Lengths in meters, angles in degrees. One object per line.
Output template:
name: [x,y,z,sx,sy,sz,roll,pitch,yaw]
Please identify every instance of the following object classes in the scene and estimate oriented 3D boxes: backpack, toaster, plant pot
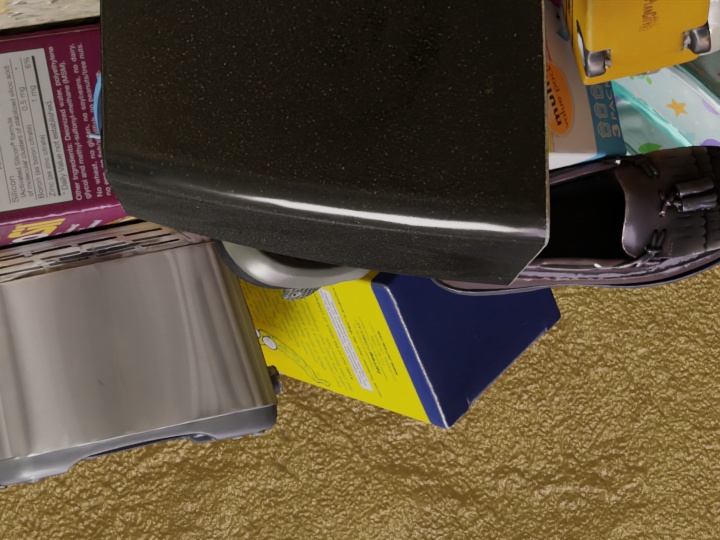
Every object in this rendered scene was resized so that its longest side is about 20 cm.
backpack: [0.192,-0.096,1.565,0.151,0.178,0.200,-48,-176,-23]
toaster: [-0.149,0.046,1.432,0.200,0.129,0.114,-12,176,-11]
plant pot: [-0.019,-0.099,1.077,0.177,0.200,0.200,-1,174,0]

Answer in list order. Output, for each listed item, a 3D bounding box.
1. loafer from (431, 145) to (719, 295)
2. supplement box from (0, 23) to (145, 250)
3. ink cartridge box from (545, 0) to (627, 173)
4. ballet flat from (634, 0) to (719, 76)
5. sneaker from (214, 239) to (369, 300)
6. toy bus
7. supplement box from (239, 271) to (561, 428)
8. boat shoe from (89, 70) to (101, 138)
loafer: [0.129,-0.025,1.359,0.200,0.072,0.063,-11,172,6]
supplement box: [-0.149,-0.074,1.409,0.200,0.103,0.131,-10,176,-20]
ink cartridge box: [0.056,-0.106,1.313,0.068,0.115,0.200,-15,174,31]
ballet flat: [0.161,-0.145,1.394,0.069,0.071,0.200,-7,172,-41]
sneaker: [-0.035,-0.018,1.303,0.114,0.076,0.199,-40,-178,29]
toy bus: [0.133,-0.150,1.239,0.065,0.078,0.200,-12,164,2]
supplement box: [0.000,0.000,1.505,0.200,0.110,0.109,16,-131,45]
boat shoe: [-0.088,-0.088,1.256,0.084,0.069,0.200,-18,155,-20]
